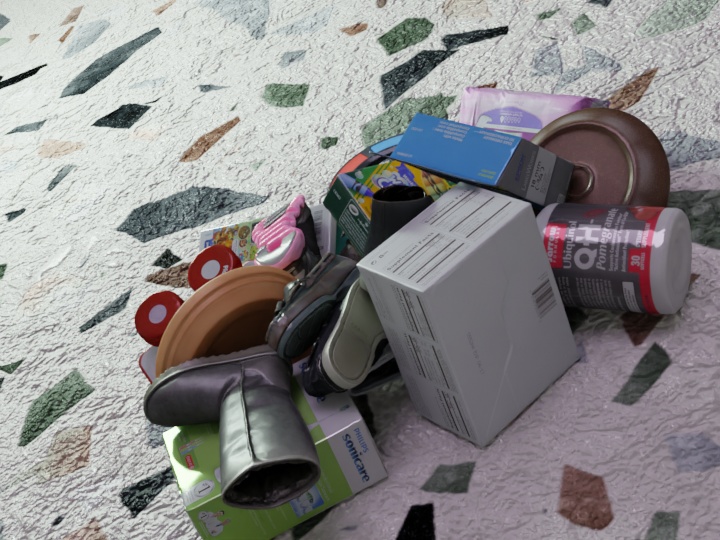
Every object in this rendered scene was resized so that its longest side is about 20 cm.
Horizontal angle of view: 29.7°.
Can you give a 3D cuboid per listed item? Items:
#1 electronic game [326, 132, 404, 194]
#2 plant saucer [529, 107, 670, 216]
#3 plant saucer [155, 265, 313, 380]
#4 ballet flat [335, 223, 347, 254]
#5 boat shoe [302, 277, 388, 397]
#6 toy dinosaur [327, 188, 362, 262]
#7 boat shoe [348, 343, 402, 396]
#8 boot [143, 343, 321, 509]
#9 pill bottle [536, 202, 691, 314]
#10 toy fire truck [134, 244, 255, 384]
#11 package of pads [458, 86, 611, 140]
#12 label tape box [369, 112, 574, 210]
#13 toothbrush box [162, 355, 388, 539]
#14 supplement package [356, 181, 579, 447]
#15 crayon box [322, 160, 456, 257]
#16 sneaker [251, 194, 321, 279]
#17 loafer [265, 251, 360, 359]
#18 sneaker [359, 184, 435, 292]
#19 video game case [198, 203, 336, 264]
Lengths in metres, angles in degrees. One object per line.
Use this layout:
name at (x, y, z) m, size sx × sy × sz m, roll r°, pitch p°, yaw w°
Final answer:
electronic game at (0.047, -0.126, 1.820) m, size 0.198 × 0.042 × 0.201 m, roll -17°, pitch 34°, yaw 12°
plant saucer at (0.252, -0.096, 1.546) m, size 0.198 × 0.037 × 0.203 m, roll -9°, pitch 71°, yaw 27°
plant saucer at (-0.128, 0.092, 1.482) m, size 0.199 × 0.202 × 0.037 m, roll -35°, pitch 43°, yaw -17°
ballet flat at (0.007, -0.039, 1.714) m, size 0.198 × 0.069 × 0.075 m, roll 15°, pitch 27°, yaw 38°
boat shoe at (-0.008, 0.070, 1.427) m, size 0.066 × 0.074 × 0.200 m, roll -38°, pitch 15°, yaw 34°
toy dinosaur at (0.000, 0.000, 1.624) m, size 0.102 × 0.076 × 0.203 m, roll 14°, pitch 90°, yaw 49°
boat shoe at (0.066, 0.081, 1.488) m, size 0.197 × 0.072 × 0.069 m, roll -17°, pitch 52°, yaw -7°
boot at (-0.132, 0.165, 1.349) m, size 0.180 × 0.073 × 0.201 m, roll -22°, pitch 38°, yaw 7°
pill bottle at (0.244, -0.015, 1.448) m, size 0.198 × 0.112 × 0.111 m, roll 4°, pitch 41°, yaw 28°
toy fire truck at (-0.161, 0.083, 1.600) m, size 0.200 × 0.112 × 0.168 m, roll -41°, pitch 53°, yaw -3°
package of pads at (0.211, -0.159, 1.682) m, size 0.199 × 0.122 × 0.075 m, roll 12°, pitch 5°, yaw 44°
label tape box at (0.126, -0.123, 1.484) m, size 0.143 × 0.199 × 0.064 m, roll 18°, pitch 92°, yaw 35°
toothbrush box at (-0.092, 0.192, 1.416) m, size 0.198 × 0.087 × 0.146 m, roll -29°, pitch 32°, yaw -5°
supplement package at (0.113, 0.042, 1.384) m, size 0.155 × 0.202 × 0.110 m, roll -38°, pitch 35°, yaw -24°
crayon box at (0.070, -0.069, 1.585) m, size 0.198 × 0.052 × 0.126 m, roll -17°, pitch 61°, yaw -40°
sneaker at (-0.076, -0.020, 1.618) m, size 0.079 × 0.096 × 0.201 m, roll -35°, pitch 20°, yaw 15°
loafer at (-0.056, 0.034, 1.450) m, size 0.062 × 0.072 × 0.200 m, roll 31°, pitch 30°, yaw 14°
sneaker at (0.086, -0.042, 1.448) m, size 0.199 × 0.108 × 0.074 m, roll -15°, pitch 28°, yaw -43°
video game case at (-0.121, -0.002, 1.710) m, size 0.198 × 0.018 × 0.145 m, roll -11°, pitch 63°, yaw 26°
